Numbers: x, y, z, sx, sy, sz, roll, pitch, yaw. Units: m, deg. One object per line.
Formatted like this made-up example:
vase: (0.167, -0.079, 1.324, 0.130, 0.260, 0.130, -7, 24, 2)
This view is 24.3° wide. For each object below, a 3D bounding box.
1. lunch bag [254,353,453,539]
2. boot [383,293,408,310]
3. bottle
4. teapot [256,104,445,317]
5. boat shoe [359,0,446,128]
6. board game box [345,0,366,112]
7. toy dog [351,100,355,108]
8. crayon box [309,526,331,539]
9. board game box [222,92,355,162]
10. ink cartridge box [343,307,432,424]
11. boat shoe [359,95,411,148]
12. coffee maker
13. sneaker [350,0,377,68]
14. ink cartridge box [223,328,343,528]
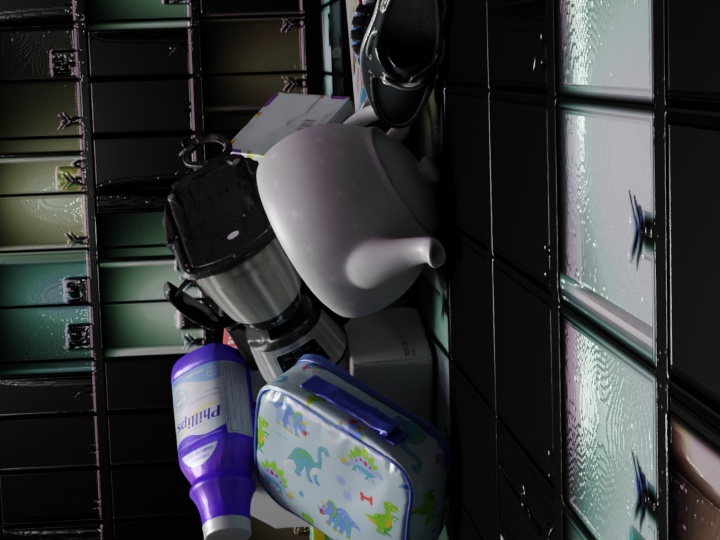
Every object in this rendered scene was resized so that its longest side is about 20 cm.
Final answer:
lunch bag: (-0.007, 0.181, 1.592, 0.082, 0.200, 0.161, -36, -38, -38)
boot: (0.021, 0.082, 1.890, 0.200, 0.073, 0.156, -119, 25, -73)
bottle: (-0.143, 0.175, 1.680, 0.065, 0.083, 0.200, 26, -135, -45)
teapot: (0.007, -0.065, 1.558, 0.200, 0.146, 0.197, 61, -167, 9)
boat shoe: (0.037, -0.197, 1.483, 0.060, 0.075, 0.200, -89, 0, -46)
board game box: (0.012, -0.286, 1.962, 0.153, 0.040, 0.200, 98, 169, -65)
toy dog: (-0.048, -0.130, 2.090, 0.194, 0.139, 0.200, -55, -11, -41)
crayon box: (0.002, 0.324, 1.929, 0.058, 0.119, 0.200, 138, 130, -84)
board game box: (-0.042, -0.073, 1.744, 0.105, 0.103, 0.200, -50, -48, -33)
ink cartridge box: (0.027, 0.156, 1.728, 0.145, 0.084, 0.200, -105, 13, -69)
boat shoe: (0.017, -0.117, 1.824, 0.065, 0.074, 0.202, -88, 3, -51)
coffee maker: (-0.097, -0.009, 1.658, 0.200, 0.134, 0.192, 61, -154, -44)
sneaker: (0.032, -0.251, 1.627, 0.087, 0.075, 0.200, 81, -169, -60)
ink cartridge box: (-0.083, 0.161, 1.785, 0.144, 0.084, 0.200, 40, -134, -53)
